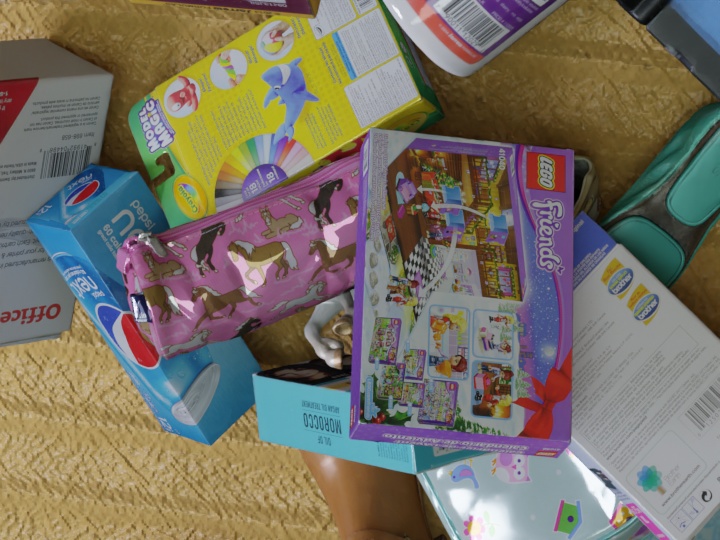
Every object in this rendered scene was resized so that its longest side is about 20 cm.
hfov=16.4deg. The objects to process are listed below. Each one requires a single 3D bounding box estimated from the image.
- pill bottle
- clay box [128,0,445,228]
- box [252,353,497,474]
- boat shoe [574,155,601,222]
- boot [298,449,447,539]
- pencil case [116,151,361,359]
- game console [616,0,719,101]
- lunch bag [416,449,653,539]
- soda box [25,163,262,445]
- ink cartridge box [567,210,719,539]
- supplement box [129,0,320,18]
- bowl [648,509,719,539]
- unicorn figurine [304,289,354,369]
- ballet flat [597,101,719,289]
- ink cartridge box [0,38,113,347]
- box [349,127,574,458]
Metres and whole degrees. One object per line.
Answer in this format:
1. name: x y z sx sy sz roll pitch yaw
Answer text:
1. pill bottle: 0.111 -0.227 1.633 0.200 0.111 0.111 -37 98 19
2. clay box: -0.054 -0.108 1.705 0.200 0.048 0.115 -30 66 16
3. box: 0.013 0.094 1.680 0.082 0.200 0.049 -12 99 -32
4. boat shoe: 0.088 -0.015 1.664 0.075 0.200 0.069 33 138 21
5. boot: 0.006 0.185 1.767 0.074 0.155 0.200 -32 100 19
6. pencil case: -0.060 -0.012 1.655 0.199 0.087 0.083 -21 70 -4
7. game console: 0.261 -0.218 1.584 0.200 0.176 0.116 -47 64 4
8. lunch bag: 0.113 0.120 1.733 0.160 0.077 0.200 -37 67 22
9. soda box: -0.146 0.025 1.750 0.064 0.068 0.200 12 139 53
10. ink cartridge box: 0.175 0.071 1.640 0.200 0.042 0.119 45 79 -2
11. supplement box: -0.079 -0.275 1.605 0.130 0.103 0.201 5 70 9
12. bowl: 0.228 0.209 1.748 0.200 0.200 0.108 -40 141 20
13. unicorn figurine: 0.000 0.000 1.736 0.199 0.138 0.074 3 130 -12
14. ballet flat: 0.204 -0.036 1.697 0.067 0.070 0.200 40 99 -11
15. ink cartridge box: -0.264 -0.051 1.736 0.084 0.144 0.201 28 116 39
16. box: 0.065 0.014 1.584 0.136 0.039 0.201 6 69 -9
